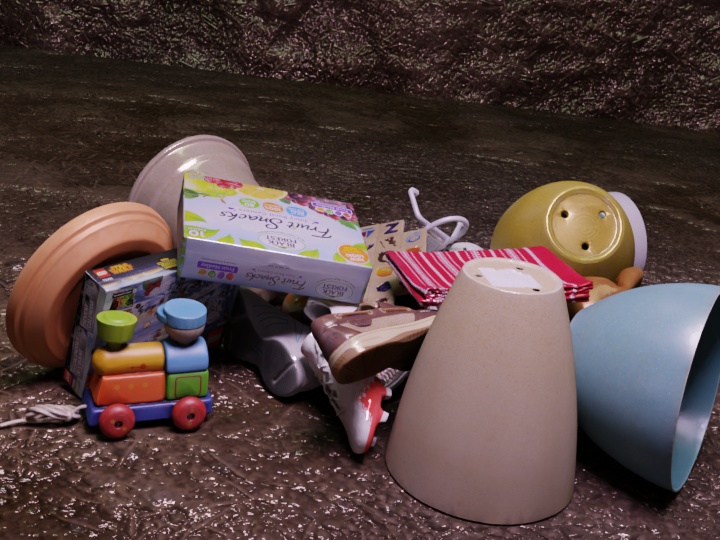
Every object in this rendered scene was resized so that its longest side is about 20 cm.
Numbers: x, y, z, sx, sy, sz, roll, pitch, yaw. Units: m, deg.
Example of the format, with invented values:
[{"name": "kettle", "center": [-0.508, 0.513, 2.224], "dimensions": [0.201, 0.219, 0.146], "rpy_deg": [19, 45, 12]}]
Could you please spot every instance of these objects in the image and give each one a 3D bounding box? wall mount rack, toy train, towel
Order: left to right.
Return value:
[{"name": "toy train", "center": [-0.241, 0.091, 0.887], "dimensions": [0.198, 0.117, 0.085], "rpy_deg": [-2, 21, -24]}, {"name": "wall mount rack", "center": [0.068, -0.042, 1.307], "dimensions": [0.199, 0.075, 0.173], "rpy_deg": [-27, -29, 22]}, {"name": "towel", "center": [0.140, 0.002, 1.023], "dimensions": [0.198, 0.023, 0.145], "rpy_deg": [-1, 20, -14]}]

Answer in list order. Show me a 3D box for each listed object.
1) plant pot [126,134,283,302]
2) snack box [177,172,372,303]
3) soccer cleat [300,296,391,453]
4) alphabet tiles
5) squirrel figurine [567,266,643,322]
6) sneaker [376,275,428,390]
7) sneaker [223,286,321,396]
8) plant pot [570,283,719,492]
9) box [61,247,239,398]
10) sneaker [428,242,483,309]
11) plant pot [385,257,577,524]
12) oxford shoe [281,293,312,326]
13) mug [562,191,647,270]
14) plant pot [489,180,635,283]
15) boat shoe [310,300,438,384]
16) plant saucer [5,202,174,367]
[{"name": "plant pot", "center": [-0.177, -0.047, 1.218], "dimensions": [0.199, 0.202, 0.183], "rpy_deg": [-12, 39, -42]}, {"name": "snack box", "center": [-0.096, -0.036, 1.001], "dimensions": [0.198, 0.053, 0.143], "rpy_deg": [9, 32, -17]}, {"name": "soccer cleat", "center": [-0.020, 0.101, 0.948], "dimensions": [0.084, 0.069, 0.201], "rpy_deg": [12, 41, -15]}, {"name": "alphabet tiles", "center": [0.000, 0.000, 1.134], "dimensions": [0.164, 0.006, 0.201], "rpy_deg": [-10, 32, 14]}, {"name": "squirrel figurine", "center": [0.203, 0.054, 1.095], "dimensions": [0.185, 0.143, 0.199], "rpy_deg": [25, 33, 25]}, {"name": "sneaker", "center": [0.034, 0.090, 1.079], "dimensions": [0.072, 0.085, 0.201], "rpy_deg": [26, 44, 7]}, {"name": "sneaker", "center": [-0.095, 0.080, 1.056], "dimensions": [0.080, 0.071, 0.200], "rpy_deg": [0, 27, -37]}, {"name": "plant pot", "center": [0.274, 0.101, 0.923], "dimensions": [0.134, 0.203, 0.199], "rpy_deg": [14, 20, 30]}, {"name": "box", "center": [-0.214, 0.045, 0.988], "dimensions": [0.040, 0.138, 0.199], "rpy_deg": [36, 31, 26]}, {"name": "sneaker", "center": [0.147, 0.028, 1.248], "dimensions": [0.129, 0.080, 0.198], "rpy_deg": [23, 25, 33]}, {"name": "plant pot", "center": [0.126, 0.098, 0.870], "dimensions": [0.185, 0.202, 0.188], "rpy_deg": [6, 20, -2]}, {"name": "oxford shoe", "center": [-0.003, 0.030, 1.185], "dimensions": [0.199, 0.072, 0.073], "rpy_deg": [-31, 39, -31]}, {"name": "mug", "center": [0.316, -0.016, 1.362], "dimensions": [0.173, 0.148, 0.201], "rpy_deg": [-6, 54, -18]}, {"name": "plant pot", "center": [0.279, -0.038, 1.226], "dimensions": [0.198, 0.202, 0.142], "rpy_deg": [8, -17, 2]}, {"name": "boat shoe", "center": [0.025, 0.057, 0.920], "dimensions": [0.199, 0.072, 0.072], "rpy_deg": [-11, 52, -50]}, {"name": "plant saucer", "center": [-0.268, 0.023, 0.960], "dimensions": [0.037, 0.202, 0.199], "rpy_deg": [38, 32, 25]}]
